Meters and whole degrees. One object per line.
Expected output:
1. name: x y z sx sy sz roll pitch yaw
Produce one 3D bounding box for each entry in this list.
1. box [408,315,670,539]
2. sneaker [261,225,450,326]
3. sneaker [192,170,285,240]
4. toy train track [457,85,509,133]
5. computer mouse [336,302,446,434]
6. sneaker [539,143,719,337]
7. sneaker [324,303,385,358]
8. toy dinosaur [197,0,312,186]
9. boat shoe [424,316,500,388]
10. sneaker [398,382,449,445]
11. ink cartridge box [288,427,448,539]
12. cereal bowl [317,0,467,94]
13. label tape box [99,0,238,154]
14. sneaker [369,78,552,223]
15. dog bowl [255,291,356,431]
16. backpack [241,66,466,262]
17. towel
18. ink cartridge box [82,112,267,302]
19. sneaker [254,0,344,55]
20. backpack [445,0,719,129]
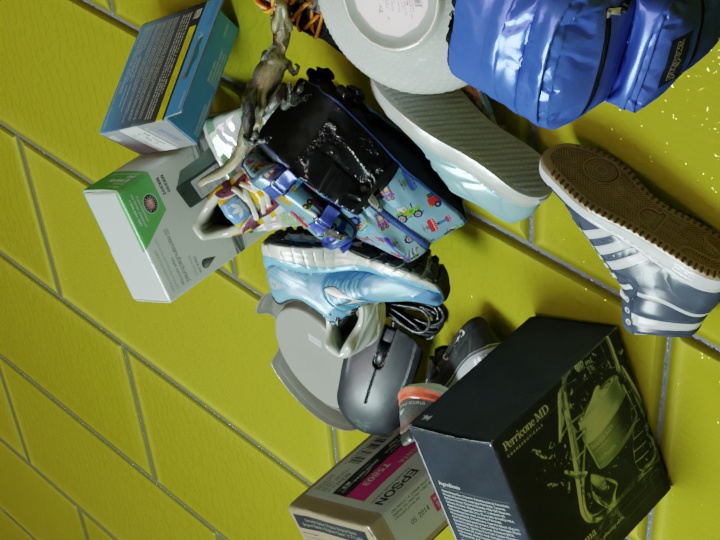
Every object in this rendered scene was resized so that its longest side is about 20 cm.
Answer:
1. box: 0.178 0.183 1.428 0.123 0.200 0.198 4 124 50
2. sneaker: -0.004 0.013 1.495 0.198 0.078 0.091 9 113 17
3. sneaker: -0.101 -0.085 1.572 0.075 0.090 0.199 52 135 -5
4. toy train track: 0.094 -0.199 1.336 0.114 0.033 0.201 2 128 45
5. computer mouse: 0.014 0.111 1.651 0.137 0.053 0.202 17 123 14
6. sneaker: 0.229 -0.020 1.282 0.199 0.070 0.109 38 144 21
7. sneaker: 0.000 0.000 1.553 0.070 0.080 0.203 10 110 16
8. toy dinosaur: -0.094 -0.157 1.391 0.047 0.202 0.088 21 -169 -29
9. boat shoe: 0.102 0.110 1.599 0.067 0.069 0.200 66 158 19
10. sneaker: 0.119 0.194 1.567 0.198 0.083 0.077 25 145 -19
11. ink cartridge box: 0.042 0.250 1.684 0.164 0.200 0.076 -2 120 54
12. cereal bowl: 0.042 -0.243 1.243 0.198 0.083 0.202 13 117 26
13. label tape box: -0.196 -0.210 1.605 0.063 0.146 0.199 27 164 -31
14. sneaker: 0.081 -0.111 1.350 0.200 0.074 0.082 41 144 6
15. dog bowl: -0.041 0.097 1.785 0.199 0.059 0.201 34 144 29
16. backpack: 0.000 -0.084 1.424 0.200 0.135 0.183 39 -177 -20
17. towel: -0.078 -0.117 1.611 0.199 0.031 0.150 -7 116 42
18. ink cartridge box: -0.198 -0.077 1.696 0.084 0.200 0.147 1 122 50
19. sneaker: -0.062 -0.271 1.433 0.200 0.077 0.079 44 146 14
20. backpack: 0.168 -0.202 1.060 0.167 0.199 0.164 36 144 28
